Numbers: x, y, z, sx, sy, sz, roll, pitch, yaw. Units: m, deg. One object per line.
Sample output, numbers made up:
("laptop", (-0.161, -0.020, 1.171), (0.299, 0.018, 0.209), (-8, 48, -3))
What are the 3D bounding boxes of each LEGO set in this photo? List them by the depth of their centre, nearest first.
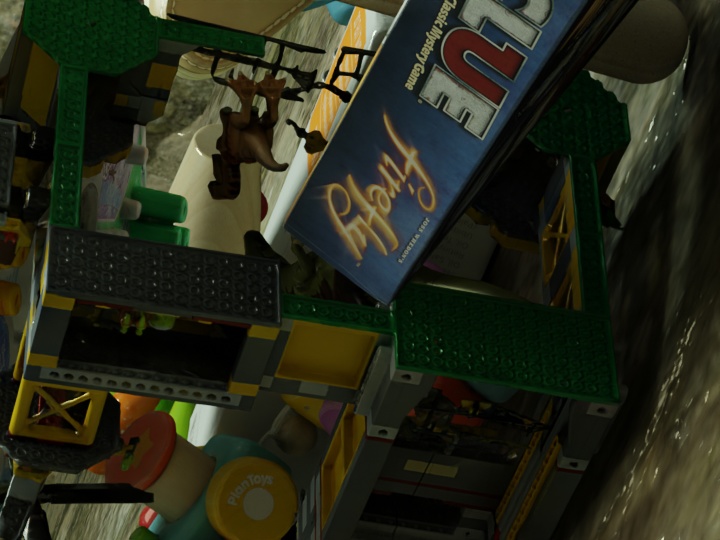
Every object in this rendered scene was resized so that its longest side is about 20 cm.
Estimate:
("LEGO set", (-0.022, 0.016, 0.697), (0.116, 0.200, 0.154), (112, 155, -44))

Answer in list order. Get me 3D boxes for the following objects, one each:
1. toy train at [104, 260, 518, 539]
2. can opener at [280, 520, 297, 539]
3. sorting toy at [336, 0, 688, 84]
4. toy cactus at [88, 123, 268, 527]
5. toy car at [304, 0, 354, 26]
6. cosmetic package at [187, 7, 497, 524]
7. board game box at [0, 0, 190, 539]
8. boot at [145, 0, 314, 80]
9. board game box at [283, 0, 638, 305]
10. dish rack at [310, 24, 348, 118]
("toy train", (-0.029, 0.059, 0.845), (0.200, 0.056, 0.150), (-44, 17, 26))
("can opener", (-0.041, 0.138, 0.915), (0.200, 0.079, 0.063), (-56, 10, 20))
("sorting toy", (-0.015, -0.123, 0.773), (0.037, 0.185, 0.200), (-69, 27, 17))
("toy cactus", (-0.067, 0.012, 1.183), (0.200, 0.102, 0.165), (-73, -1, -51))
("toy car", (0.026, -0.248, 1.294), (0.200, 0.185, 0.177), (-25, -7, 17))
("cosmetic package", (0.000, 0.000, 0.962), (0.101, 0.071, 0.200), (-93, 24, -72))
("board game box", (-0.092, -0.009, 0.841), (0.200, 0.026, 0.200), (94, -169, -47))
("boot", (0.007, -0.152, 1.054), (0.200, 0.073, 0.155), (-44, 24, -13))
("board game box", (0.066, -0.096, 0.634), (0.200, 0.035, 0.136), (-50, -5, -35))
("dish rack", (0.006, -0.071, 1.180), (0.200, 0.054, 0.154), (118, 171, -45))
